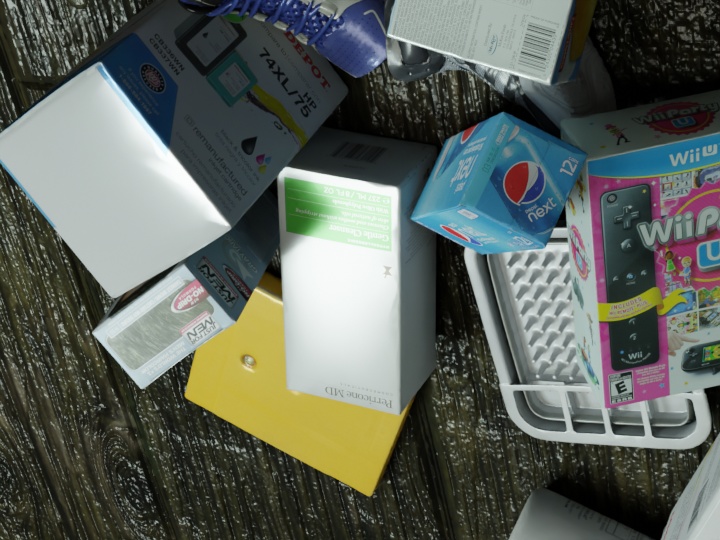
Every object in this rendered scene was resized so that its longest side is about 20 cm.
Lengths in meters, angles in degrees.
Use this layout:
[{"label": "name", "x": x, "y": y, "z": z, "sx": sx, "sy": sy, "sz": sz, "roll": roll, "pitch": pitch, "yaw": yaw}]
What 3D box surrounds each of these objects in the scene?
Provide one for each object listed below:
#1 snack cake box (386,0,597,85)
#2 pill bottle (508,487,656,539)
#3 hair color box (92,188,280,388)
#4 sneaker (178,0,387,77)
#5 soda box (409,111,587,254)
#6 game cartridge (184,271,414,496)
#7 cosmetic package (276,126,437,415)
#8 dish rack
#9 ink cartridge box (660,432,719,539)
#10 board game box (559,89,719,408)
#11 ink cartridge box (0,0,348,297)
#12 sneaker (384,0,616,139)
[{"label": "snack cake box", "x": 0.099, "y": -0.228, "z": 0.998, "sx": 0.114, "sy": 0.067, "sz": 0.202, "roll": 20, "pitch": 106, "yaw": 19}, {"label": "pill bottle", "x": 0.214, "y": 0.272, "z": 1.340, "sx": 0.199, "sy": 0.115, "sz": 0.115, "roll": 24, "pitch": 133, "yaw": 13}, {"label": "hair color box", "x": -0.126, "y": 0.001, "z": 1.258, "sx": 0.099, "sy": 0.200, "sz": 0.061, "roll": -35, "pitch": 104, "yaw": 22}, {"label": "sneaker", "x": -0.071, "y": -0.202, "z": 1.140, "sx": 0.199, "sy": 0.115, "sz": 0.080, "roll": 44, "pitch": 135, "yaw": -7}, {"label": "soda box", "x": 0.089, "y": -0.056, "z": 1.097, "sx": 0.064, "sy": 0.068, "sz": 0.200, "roll": 26, "pitch": 176, "yaw": -7}, {"label": "game cartridge", "x": -0.051, "y": 0.094, "z": 1.422, "sx": 0.199, "sy": 0.033, "sz": 0.177, "roll": 27, "pitch": 133, "yaw": 7}, {"label": "cosmetic package", "x": 0.000, "y": 0.000, "z": 1.261, "sx": 0.107, "sy": 0.085, "sz": 0.202, "roll": 10, "pitch": 120, "yaw": 21}, {"label": "dish rack", "x": 0.179, "y": 0.043, "z": 1.232, "sx": 0.170, "sy": 0.044, "sz": 0.201, "roll": 1, "pitch": 124, "yaw": 31}, {"label": "ink cartridge box", "x": 0.286, "y": 0.192, "z": 1.212, "sx": 0.083, "sy": 0.145, "sz": 0.201, "roll": 26, "pitch": 134, "yaw": 8}, {"label": "board game box", "x": 0.219, "y": -0.016, "z": 1.096, "sx": 0.146, "sy": 0.064, "sz": 0.202, "roll": -12, "pitch": 121, "yaw": -4}, {"label": "ink cartridge box", "x": -0.136, "y": -0.113, "z": 1.189, "sx": 0.145, "sy": 0.200, "sz": 0.147, "roll": -27, "pitch": 108, "yaw": 40}, {"label": "sneaker", "x": 0.090, "y": -0.147, "z": 1.119, "sx": 0.113, "sy": 0.075, "sz": 0.201, "roll": -27, "pitch": 102, "yaw": 42}]
